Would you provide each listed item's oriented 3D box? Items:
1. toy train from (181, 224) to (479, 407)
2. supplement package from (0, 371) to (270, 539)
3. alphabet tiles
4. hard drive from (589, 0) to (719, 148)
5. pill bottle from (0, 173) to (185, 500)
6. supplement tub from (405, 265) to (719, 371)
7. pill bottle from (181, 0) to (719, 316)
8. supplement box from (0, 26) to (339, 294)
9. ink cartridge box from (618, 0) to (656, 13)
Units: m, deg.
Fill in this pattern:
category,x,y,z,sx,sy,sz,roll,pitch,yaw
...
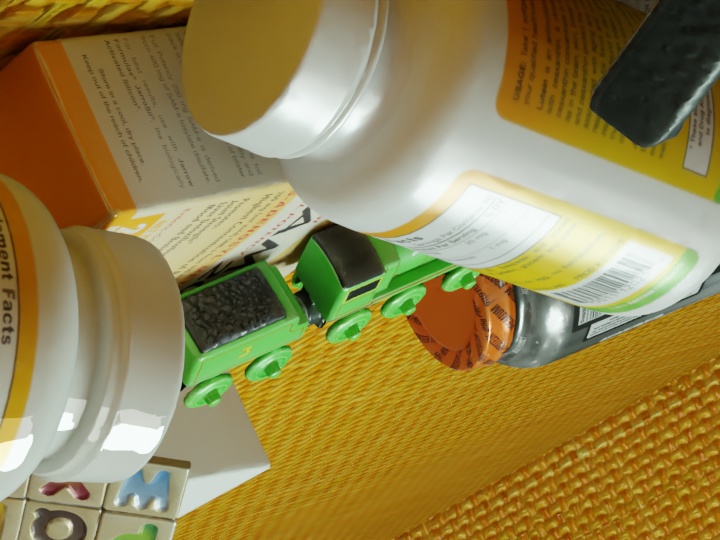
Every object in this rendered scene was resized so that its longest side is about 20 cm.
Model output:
category,x,y,z,sx,sy,sz,roll,pitch,yaw
toy train,0.000,0.000,0.941,0.199,0.042,0.056,-24,160,-28
supplement package,-0.154,0.077,1.108,0.117,0.118,0.200,-31,167,22
alphabet tiles,-0.187,0.129,1.004,0.198,0.008,0.168,9,130,-11
hard drive,0.158,-0.142,0.768,0.200,0.033,0.140,-52,177,-40
pill bottle,-0.158,0.018,0.706,0.199,0.114,0.113,8,149,-36
supplement tub,0.123,-0.021,1.280,0.199,0.123,0.123,-20,167,-27
pill bottle,0.039,-0.059,0.815,0.199,0.112,0.111,18,142,-36
supplement box,-0.076,-0.035,0.886,0.126,0.074,0.199,-35,167,38
ink cartridge box,0.193,-0.106,0.940,0.198,0.076,0.148,4,-177,26
